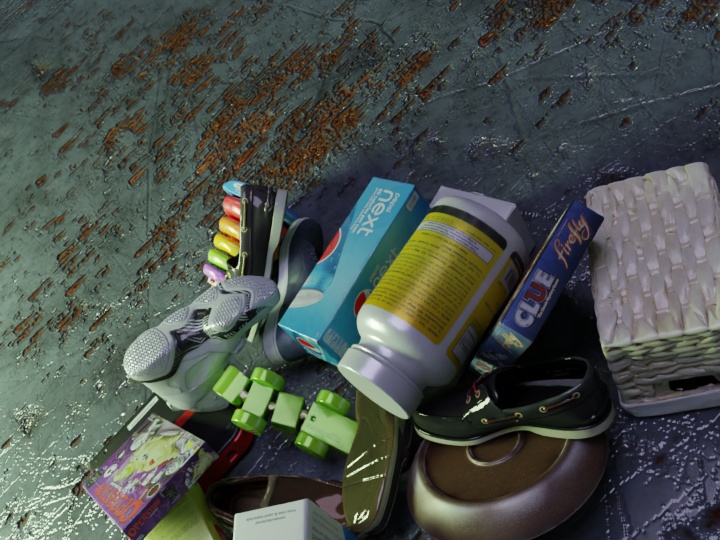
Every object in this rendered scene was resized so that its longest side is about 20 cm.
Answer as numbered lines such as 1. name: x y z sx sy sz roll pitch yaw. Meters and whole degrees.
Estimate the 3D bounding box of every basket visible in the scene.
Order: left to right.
1. basket: 0.291 0.015 0.830 0.134 0.124 0.202 -13 51 23

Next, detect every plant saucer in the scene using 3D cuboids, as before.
1. plant saucer: 0.130 0.172 0.829 0.198 0.032 0.201 -22 25 11

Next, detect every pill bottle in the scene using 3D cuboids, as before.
1. pill bottle: 0.068 0.037 0.856 0.112 0.113 0.201 23 70 41

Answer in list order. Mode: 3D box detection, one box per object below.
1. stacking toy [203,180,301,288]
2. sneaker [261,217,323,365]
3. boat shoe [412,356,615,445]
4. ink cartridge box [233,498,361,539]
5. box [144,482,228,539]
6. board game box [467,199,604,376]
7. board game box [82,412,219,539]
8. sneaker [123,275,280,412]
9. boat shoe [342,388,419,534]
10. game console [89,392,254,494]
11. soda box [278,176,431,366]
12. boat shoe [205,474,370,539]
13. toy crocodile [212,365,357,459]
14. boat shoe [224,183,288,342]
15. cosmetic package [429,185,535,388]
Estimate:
1. stacking toy: -0.166 -0.007 1.169 0.115 0.110 0.202 25 84 40
2. sneaker: -0.032 0.014 1.067 0.144 0.077 0.205 -12 53 27
3. boat shoe: 0.132 0.118 0.823 0.199 0.064 0.074 -10 31 34
4. ink cartridge box: -0.052 0.333 0.797 0.083 0.146 0.202 -16 51 19
5. box: -0.173 0.310 0.937 0.075 0.050 0.200 -39 54 -1
6. board game box: 0.164 0.029 0.859 0.034 0.200 0.136 31 74 8
7. board game box: -0.237 0.223 0.979 0.120 0.032 0.199 -51 22 -19
8. sneaker: -0.168 0.091 1.042 0.198 0.115 0.075 -30 40 0
9. boat shoe: 0.030 0.179 0.906 0.071 0.066 0.203 -34 34 35
10. game console: -0.232 0.219 1.084 0.200 0.031 0.176 -47 42 -7
11. soda box: 0.000 0.000 0.955 0.067 0.064 0.201 17 68 43
12. boat shoe: -0.078 0.249 0.925 0.200 0.075 0.076 -9 53 27
13. toy crocodile: -0.074 0.160 0.976 0.198 0.062 0.068 19 69 11
14. boat shoe: -0.136 -0.009 1.093 0.060 0.204 0.072 12 20 -5
15. cosmetic package: 0.096 0.016 0.981 0.107 0.085 0.201 21 69 40
